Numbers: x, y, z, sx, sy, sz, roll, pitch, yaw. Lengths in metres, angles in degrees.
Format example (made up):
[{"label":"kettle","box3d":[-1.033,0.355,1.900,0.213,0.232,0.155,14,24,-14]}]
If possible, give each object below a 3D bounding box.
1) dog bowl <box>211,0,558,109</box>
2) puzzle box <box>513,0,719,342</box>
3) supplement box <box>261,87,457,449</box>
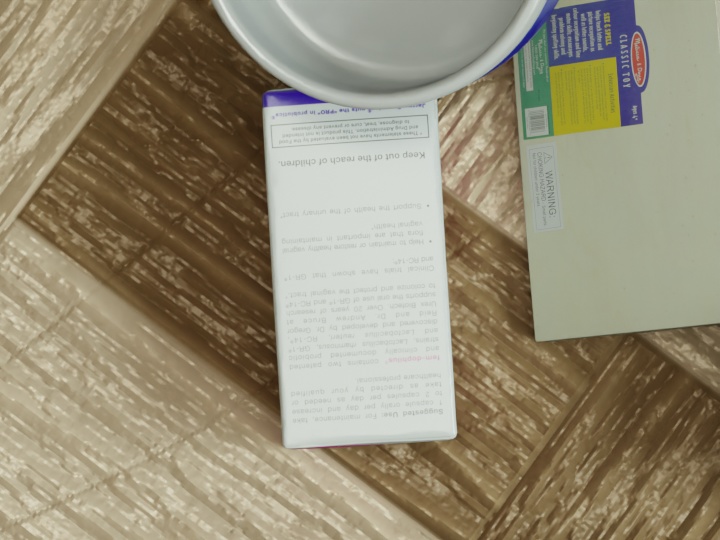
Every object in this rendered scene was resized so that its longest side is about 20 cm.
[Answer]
[{"label":"dog bowl","box3d":[0.015,-0.189,1.257,0.198,0.079,0.202,3,100,15]},{"label":"puzzle box","box3d":[0.156,-0.064,1.370,0.132,0.025,0.202,-6,85,31]},{"label":"supplement box","box3d":[0.000,0.000,1.357,0.102,0.101,0.202,-5,85,0]}]
